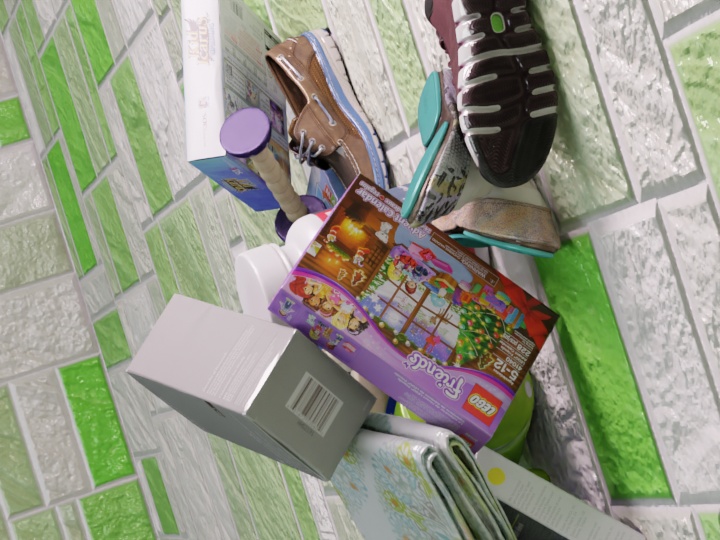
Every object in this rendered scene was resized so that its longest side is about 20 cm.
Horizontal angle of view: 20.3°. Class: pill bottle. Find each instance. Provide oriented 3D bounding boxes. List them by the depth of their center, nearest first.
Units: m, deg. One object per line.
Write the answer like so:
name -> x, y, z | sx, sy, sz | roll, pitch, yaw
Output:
pill bottle -> 0.000, 0.000, 1.723 | 0.120, 0.199, 0.121 | 162, 90, -72

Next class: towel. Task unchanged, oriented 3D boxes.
towel -> 0.046, 0.188, 1.609 | 0.199, 0.048, 0.172 | 6, 128, 57

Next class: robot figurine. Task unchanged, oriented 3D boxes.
robot figurine -> 0.086, 0.131, 1.724 | 0.201, 0.115, 0.176 | 98, 149, -54

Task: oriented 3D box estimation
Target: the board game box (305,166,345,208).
board game box -> -0.015, -0.012, 2.036 | 0.200, 0.036, 0.152 | 106, 143, -59

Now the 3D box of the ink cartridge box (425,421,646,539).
ink cartridge box -> 0.120, 0.221, 1.652 | 0.199, 0.047, 0.198 | 28, 152, 8

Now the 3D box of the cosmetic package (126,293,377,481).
cosmetic package -> -0.091, 0.091, 1.621 | 0.107, 0.091, 0.199 | 40, 162, -30

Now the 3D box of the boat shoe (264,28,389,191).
boat shoe -> -0.034, -0.133, 1.918 | 0.072, 0.072, 0.201 | 109, 140, -62

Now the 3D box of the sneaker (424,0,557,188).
sneaker -> 0.094, -0.160, 1.518 | 0.115, 0.075, 0.202 | 167, 97, -78

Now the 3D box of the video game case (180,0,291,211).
video game case -> -0.122, -0.170, 1.980 | 0.200, 0.045, 0.183 | 38, -134, -69

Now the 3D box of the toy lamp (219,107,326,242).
toy lamp -> -0.076, -0.077, 1.917 | 0.058, 0.058, 0.200 | 59, -177, 36

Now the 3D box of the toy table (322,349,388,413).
toy table -> -0.002, 0.067, 1.874 | 0.184, 0.117, 0.200 | 55, 155, 8

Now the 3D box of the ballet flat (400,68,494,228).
ballet flat -> 0.075, -0.091, 1.540 | 0.201, 0.071, 0.073 | -80, -14, -56

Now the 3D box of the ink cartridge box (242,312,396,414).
ink cartridge box -> -0.030, 0.096, 1.991 | 0.200, 0.099, 0.039 | 53, 152, -18

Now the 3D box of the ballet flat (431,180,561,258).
ballet flat -> 0.105, -0.050, 1.588 | 0.200, 0.068, 0.068 | -169, 90, -69

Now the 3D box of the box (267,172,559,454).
box -> 0.044, 0.032, 1.571 | 0.199, 0.137, 0.039 | 35, 144, -2
